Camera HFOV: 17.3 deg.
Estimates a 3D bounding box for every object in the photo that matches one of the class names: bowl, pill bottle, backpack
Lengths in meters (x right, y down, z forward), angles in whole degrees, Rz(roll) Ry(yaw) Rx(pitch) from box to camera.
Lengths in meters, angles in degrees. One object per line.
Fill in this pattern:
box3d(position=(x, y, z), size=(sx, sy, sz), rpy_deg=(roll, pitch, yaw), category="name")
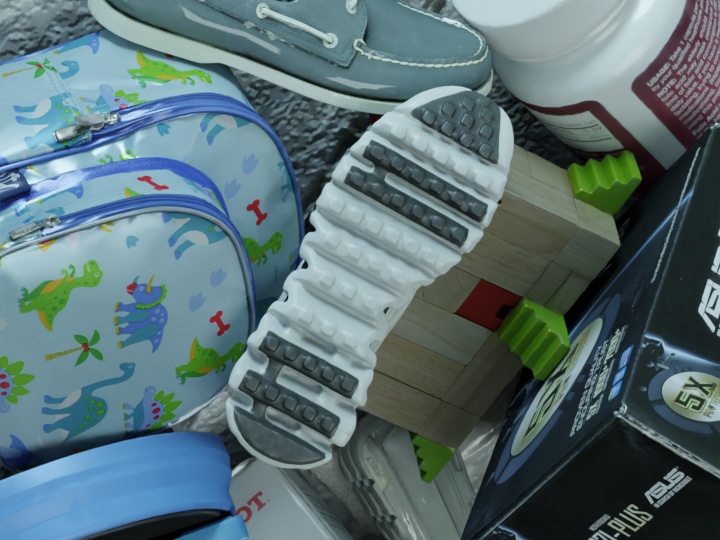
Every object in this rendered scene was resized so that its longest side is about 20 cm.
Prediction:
box3d(position=(-0.153, 0.138, 1.162), size=(0.200, 0.039, 0.201), rpy_deg=(-21, 166, -6), category="bowl")
box3d(position=(0.137, -0.112, 1.213), size=(0.114, 0.114, 0.200), rpy_deg=(-44, 133, 6), category="pill bottle")
box3d(position=(-0.125, -0.009, 1.119), size=(0.200, 0.147, 0.183), rpy_deg=(-24, 136, -19), category="backpack")

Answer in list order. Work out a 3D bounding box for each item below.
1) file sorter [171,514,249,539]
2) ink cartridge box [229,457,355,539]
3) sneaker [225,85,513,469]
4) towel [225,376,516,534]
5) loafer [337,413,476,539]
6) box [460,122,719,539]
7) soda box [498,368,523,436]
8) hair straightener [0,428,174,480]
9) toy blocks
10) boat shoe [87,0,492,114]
box3d(position=(-0.136, 0.225, 1.175), size=(0.200, 0.123, 0.139), rpy_deg=(-20, 166, -14), category="file sorter")
box3d(position=(-0.037, 0.222, 1.300), size=(0.145, 0.200, 0.083), rpy_deg=(-41, 162, 3), category="ink cartridge box")
box3d(position=(0.000, 0.000, 1.113), size=(0.075, 0.081, 0.200), rpy_deg=(35, 85, -3), category="sneaker")
box3d(position=(0.010, 0.062, 1.324), size=(0.132, 0.034, 0.200), rpy_deg=(-41, 133, 3), category="towel")
box3d(position=(0.062, 0.160, 1.308), size=(0.070, 0.070, 0.200), rpy_deg=(-32, 100, -17), category="loafer")
box3d(position=(0.145, 0.054, 1.166), size=(0.086, 0.200, 0.164), rpy_deg=(31, 141, -8), category="box")
box3d(position=(0.178, 0.116, 1.348), size=(0.200, 0.064, 0.068), rpy_deg=(20, 82, -24), category="soda box")
box3d(position=(-0.188, 0.132, 1.268), size=(0.200, 0.041, 0.077), rpy_deg=(-25, 124, -5), category="hair straightener")
box3d(position=(0.030, 0.000, 1.189), size=(0.136, 0.100, 0.200), rpy_deg=(24, 120, -21), category="toy blocks")
box3d(position=(-0.025, -0.125, 1.113), size=(0.200, 0.073, 0.062), rpy_deg=(13, 124, -12), category="boat shoe")
